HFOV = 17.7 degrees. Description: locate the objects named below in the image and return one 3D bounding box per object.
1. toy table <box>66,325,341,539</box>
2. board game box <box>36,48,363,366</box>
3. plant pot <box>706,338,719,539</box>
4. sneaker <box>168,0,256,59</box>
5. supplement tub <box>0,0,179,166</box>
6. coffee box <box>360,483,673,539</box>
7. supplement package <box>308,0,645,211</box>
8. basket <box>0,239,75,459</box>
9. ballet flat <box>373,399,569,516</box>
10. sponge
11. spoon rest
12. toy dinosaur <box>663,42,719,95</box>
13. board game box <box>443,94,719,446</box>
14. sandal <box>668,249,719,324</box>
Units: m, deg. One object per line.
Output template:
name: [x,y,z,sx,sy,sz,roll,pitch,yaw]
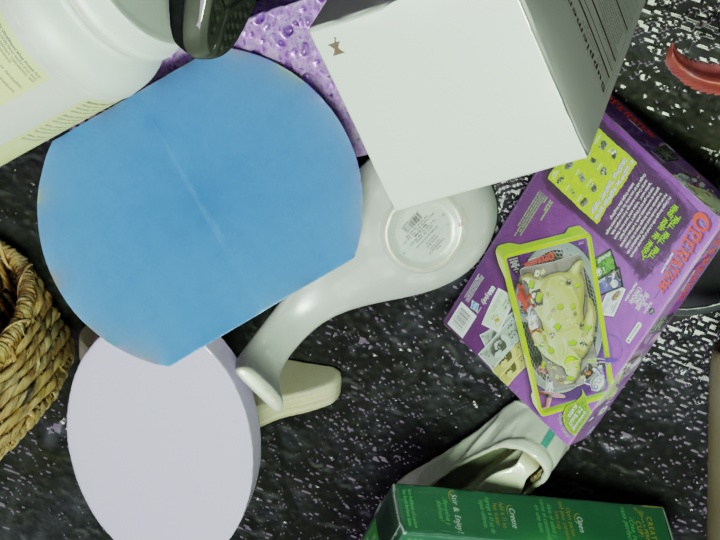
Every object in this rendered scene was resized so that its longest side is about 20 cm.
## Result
toy table: [-0.114,0.086,1.541,0.184,0.117,0.200,19,125,4]
board game box: [-0.099,-0.039,1.431,0.200,0.039,0.158,-31,82,-3]
plant pot: [0.289,0.116,1.410,0.200,0.200,0.174,-12,101,23]
sneaker: [-0.111,-0.226,1.353,0.114,0.076,0.200,6,100,22]
supplement tub: [-0.209,-0.150,1.406,0.200,0.145,0.145,-25,111,28]
coffee box: [0.094,0.198,1.531,0.200,0.044,0.123,6,137,-20]
supplement package: [0.070,-0.142,1.293,0.121,0.200,0.120,-15,115,25]
basket: [-0.292,0.049,1.517,0.143,0.200,0.149,-10,118,31]
ballet flat: [0.066,0.158,1.562,0.069,0.069,0.200,40,124,-9]
sponge: [-0.055,-0.113,1.452,0.200,0.030,0.112,-15,115,25]
spoon rest: [0.000,0.000,1.462,0.200,0.061,0.099,-43,109,1]
toy dinosaur: [0.305,-0.096,1.278,0.181,0.200,0.105,22,128,60]
board game box: [0.140,0.000,1.435,0.120,0.032,0.200,48,129,23]
sandal: [0.223,-0.009,1.423,0.200,0.043,0.076,-19,114,26]
